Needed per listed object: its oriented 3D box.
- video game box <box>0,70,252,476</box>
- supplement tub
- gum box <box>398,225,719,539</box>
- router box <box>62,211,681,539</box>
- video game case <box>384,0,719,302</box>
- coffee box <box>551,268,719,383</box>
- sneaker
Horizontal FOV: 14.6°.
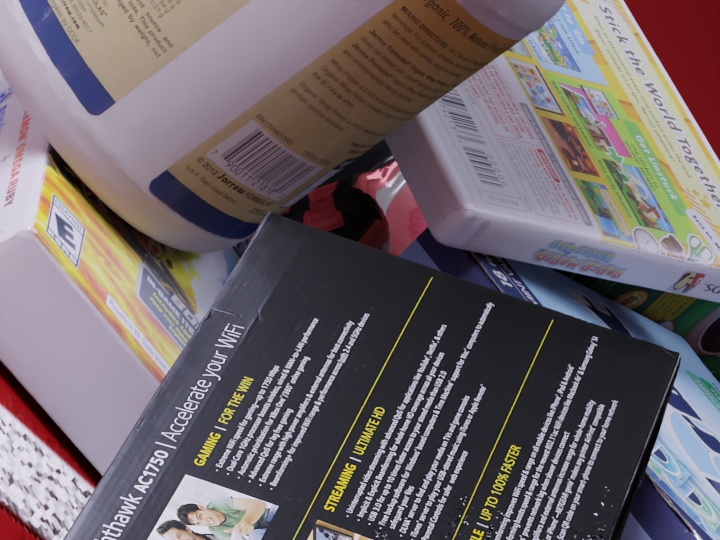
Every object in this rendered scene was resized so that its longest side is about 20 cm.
[{"bbox_3d":[-0.065,0.021,1.005,0.200,0.047,0.182,52,15,-25],"label":"video game box"},{"bbox_3d":[-0.017,-0.115,0.952,0.144,0.200,0.145,48,19,-22],"label":"supplement tub"},{"bbox_3d":[0.110,0.074,1.048,0.200,0.045,0.170,26,23,-55],"label":"gum box"},{"bbox_3d":[0.004,0.073,0.861,0.149,0.051,0.200,19,37,8],"label":"router box"},{"bbox_3d":[0.061,-0.076,1.089,0.181,0.023,0.200,11,41,-42],"label":"video game case"},{"bbox_3d":[0.142,0.012,1.197,0.199,0.123,0.044,1,59,-33],"label":"coffee box"},{"bbox_3d":[0.000,0.000,1.233,0.200,0.073,0.087,-64,136,-66],"label":"sneaker"}]
